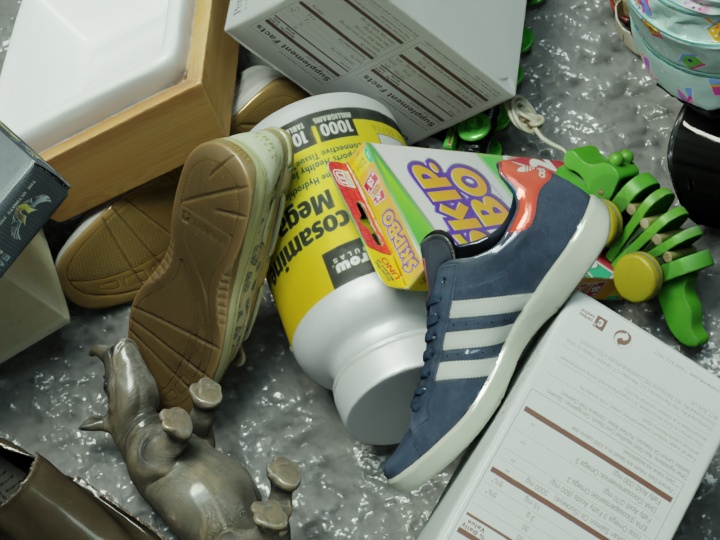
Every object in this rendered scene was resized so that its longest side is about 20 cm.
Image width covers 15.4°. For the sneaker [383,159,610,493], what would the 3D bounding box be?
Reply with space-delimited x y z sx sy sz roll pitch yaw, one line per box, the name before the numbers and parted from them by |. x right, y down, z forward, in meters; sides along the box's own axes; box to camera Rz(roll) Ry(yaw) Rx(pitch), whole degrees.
sneaker | 0.055 0.027 1.499 0.084 0.075 0.201 33 93 -5

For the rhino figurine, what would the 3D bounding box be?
rhino figurine | -0.107 0.112 1.583 0.060 0.088 0.200 -20 52 -37

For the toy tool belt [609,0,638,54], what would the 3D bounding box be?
toy tool belt | 0.255 -0.210 1.695 0.199 0.123 0.125 0 59 9

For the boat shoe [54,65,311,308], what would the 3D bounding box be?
boat shoe | -0.118 -0.055 1.700 0.200 0.071 0.069 -39 34 -6

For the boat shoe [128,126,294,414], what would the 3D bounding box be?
boat shoe | -0.085 0.005 1.599 0.073 0.201 0.063 38 37 22

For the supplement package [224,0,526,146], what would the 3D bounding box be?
supplement package | 0.018 -0.208 1.682 0.111 0.155 0.201 -24 45 39

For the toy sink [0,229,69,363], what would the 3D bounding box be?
toy sink | -0.284 -0.036 1.660 0.130 0.112 0.201 -29 57 13

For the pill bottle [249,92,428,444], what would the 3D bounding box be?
pill bottle | 0.000 0.000 1.614 0.112 0.113 0.201 -20 58 -3

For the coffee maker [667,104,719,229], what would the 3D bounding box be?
coffee maker | 0.286 -0.054 1.577 0.199 0.135 0.192 19 47 28

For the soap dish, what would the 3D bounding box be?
soap dish | -0.149 -0.128 1.682 0.157 0.081 0.200 -25 33 19

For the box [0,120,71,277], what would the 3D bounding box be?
box | -0.288 -0.022 1.563 0.158 0.051 0.200 39 90 31

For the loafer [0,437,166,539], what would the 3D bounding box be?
loafer | -0.190 0.151 1.577 0.199 0.071 0.073 24 65 22

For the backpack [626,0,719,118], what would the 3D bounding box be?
backpack | 0.243 -0.185 1.540 0.199 0.127 0.167 -29 49 -10

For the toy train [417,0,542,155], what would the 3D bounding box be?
toy train | 0.082 -0.151 1.738 0.056 0.042 0.201 5 59 23

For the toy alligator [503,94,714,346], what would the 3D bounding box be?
toy alligator | 0.161 -0.045 1.624 0.059 0.054 0.200 -13 63 -51

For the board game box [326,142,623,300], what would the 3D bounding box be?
board game box | 0.074 -0.029 1.596 0.199 0.030 0.096 1 52 -39

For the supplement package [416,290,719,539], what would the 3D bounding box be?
supplement package | 0.109 0.136 1.495 0.117 0.117 0.201 32 67 -1
